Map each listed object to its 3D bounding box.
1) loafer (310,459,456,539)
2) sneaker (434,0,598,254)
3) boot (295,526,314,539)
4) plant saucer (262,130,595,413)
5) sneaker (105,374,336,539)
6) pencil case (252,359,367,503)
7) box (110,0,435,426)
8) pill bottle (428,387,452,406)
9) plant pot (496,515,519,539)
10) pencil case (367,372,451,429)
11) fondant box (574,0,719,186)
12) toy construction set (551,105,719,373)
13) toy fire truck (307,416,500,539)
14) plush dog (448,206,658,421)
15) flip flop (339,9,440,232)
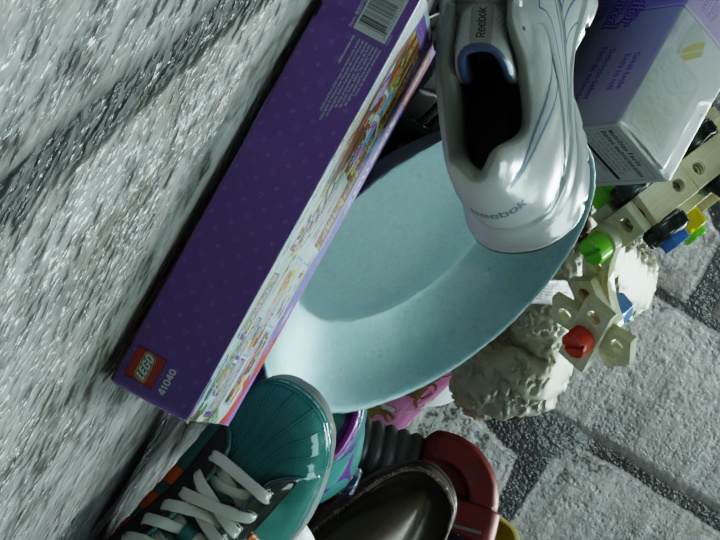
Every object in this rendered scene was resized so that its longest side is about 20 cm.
[{"bbox_3d":[-0.012,0.191,1.295,0.200,0.073,0.071,-41,-177,-19],"label":"loafer"},{"bbox_3d":[0.067,-0.112,0.949,0.087,0.074,0.200,41,42,-65],"label":"sneaker"},{"bbox_3d":[-0.094,0.194,1.185,0.090,0.073,0.200,-53,-177,-34],"label":"boot"},{"bbox_3d":[0.027,-0.011,1.069,0.201,0.039,0.201,-28,148,-19],"label":"plant saucer"},{"bbox_3d":[-0.085,0.138,1.039,0.200,0.071,0.080,-53,173,21],"label":"sneaker"},{"bbox_3d":[-0.039,0.090,1.216,0.200,0.085,0.092,89,22,-78],"label":"pencil case"},{"bbox_3d":[-0.033,-0.029,0.908,0.200,0.039,0.137,-61,174,-3],"label":"box"},{"bbox_3d":[0.074,0.008,1.637,0.120,0.120,0.200,-54,171,-50],"label":"pill bottle"},{"bbox_3d":[-0.027,0.254,1.677,0.176,0.200,0.200,-50,-177,44],"label":"plant pot"},{"bbox_3d":[0.026,0.076,1.569,0.200,0.083,0.087,-51,-144,44],"label":"pencil case"},{"bbox_3d":[0.133,-0.121,1.305,0.200,0.058,0.144,-1,-129,51],"label":"fondant box"},{"bbox_3d":[0.181,-0.033,1.327,0.200,0.092,0.131,-53,-173,-32],"label":"toy construction set"},{"bbox_3d":[0.007,0.122,1.433,0.129,0.176,0.200,123,-17,-70],"label":"toy fire truck"},{"bbox_3d":[0.091,-0.017,1.455,0.200,0.172,0.161,-44,140,-35],"label":"plush dog"},{"bbox_3d":[0.028,-0.090,1.063,0.200,0.058,0.081,-48,144,10],"label":"flip flop"}]
